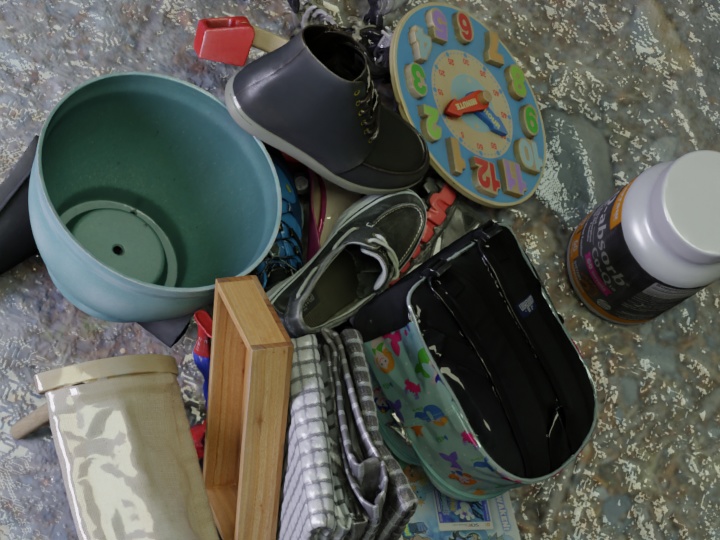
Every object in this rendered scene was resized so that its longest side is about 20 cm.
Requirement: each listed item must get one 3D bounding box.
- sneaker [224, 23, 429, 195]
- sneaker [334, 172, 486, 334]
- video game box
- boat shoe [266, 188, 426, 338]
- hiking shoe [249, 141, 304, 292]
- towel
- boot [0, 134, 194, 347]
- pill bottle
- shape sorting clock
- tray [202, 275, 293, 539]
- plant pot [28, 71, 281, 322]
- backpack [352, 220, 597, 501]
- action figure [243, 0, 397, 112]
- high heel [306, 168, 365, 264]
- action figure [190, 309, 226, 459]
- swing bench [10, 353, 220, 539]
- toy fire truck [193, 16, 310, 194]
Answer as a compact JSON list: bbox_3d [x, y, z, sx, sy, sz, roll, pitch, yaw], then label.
[{"bbox_3d":[-0.001,-0.126,1.579,0.200,0.106,0.075,19,55,-35],"label":"sneaker"},{"bbox_3d":[0.049,0.017,1.714,0.098,0.071,0.201,35,74,-13],"label":"sneaker"},{"bbox_3d":[0.031,0.179,1.649,0.182,0.047,0.201,-4,58,-15],"label":"video game box"},{"bbox_3d":[0.000,0.000,1.606,0.200,0.071,0.072,-46,114,-32],"label":"boat shoe"},{"bbox_3d":[-0.070,-0.013,1.642,0.074,0.087,0.201,-11,103,-19],"label":"hiking shoe"},{"bbox_3d":[-0.024,0.156,1.502,0.085,0.200,0.166,-3,59,-14],"label":"towel"},{"bbox_3d":[-0.234,0.004,1.646,0.200,0.066,0.165,35,70,-9],"label":"boot"},{"bbox_3d":[0.268,-0.030,1.721,0.116,0.200,0.117,5,72,-15],"label":"pill bottle"},{"bbox_3d":[0.101,-0.150,1.755,0.200,0.039,0.201,22,58,-40],"label":"shape sorting clock"},{"bbox_3d":[-0.087,0.115,1.483,0.037,0.201,0.099,-6,33,-19],"label":"tray"},{"bbox_3d":[-0.179,-0.039,1.563,0.200,0.134,0.201,13,56,-20],"label":"plant pot"},{"bbox_3d":[0.093,0.086,1.595,0.177,0.150,0.200,-36,92,-45],"label":"backpack"},{"bbox_3d":[-0.024,-0.233,1.750,0.200,0.102,0.119,40,61,0],"label":"action figure"},{"bbox_3d":[-0.016,-0.066,1.659,0.067,0.096,0.201,9,105,-15],"label":"high heel"},{"bbox_3d":[-0.109,0.106,1.585,0.065,0.200,0.052,-34,60,-32],"label":"action figure"},{"bbox_3d":[-0.181,0.183,1.531,0.129,0.200,0.200,-11,78,-19],"label":"swing bench"},{"bbox_3d":[-0.052,-0.140,1.706,0.199,0.049,0.142,7,106,-14],"label":"toy fire truck"}]
